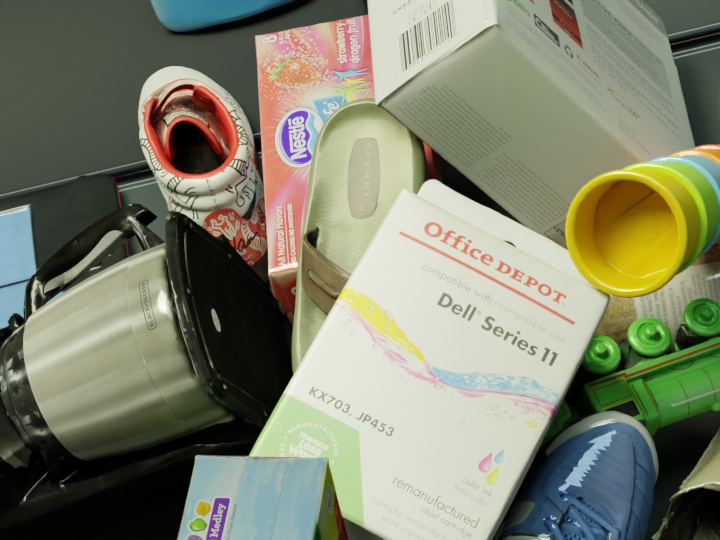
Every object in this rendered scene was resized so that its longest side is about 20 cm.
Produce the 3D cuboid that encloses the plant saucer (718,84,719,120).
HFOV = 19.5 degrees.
[{"bbox_3d":[0.262,-0.036,1.080,0.200,0.035,0.201,27,24,-13],"label":"plant saucer"}]

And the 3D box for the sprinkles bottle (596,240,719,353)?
[{"bbox_3d":[0.171,0.016,1.132,0.199,0.068,0.068,-11,47,3],"label":"sprinkles bottle"}]

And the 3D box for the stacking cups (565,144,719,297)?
[{"bbox_3d":[0.163,-0.029,1.052,0.060,0.061,0.200,13,12,23],"label":"stacking cups"}]

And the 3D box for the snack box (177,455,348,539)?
[{"bbox_3d":[-0.040,0.207,0.913,0.067,0.201,0.169,0,47,13],"label":"snack box"}]

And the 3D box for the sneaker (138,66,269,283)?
[{"bbox_3d":[-0.100,-0.087,1.260,0.067,0.108,0.202,-17,46,-3],"label":"sneaker"}]

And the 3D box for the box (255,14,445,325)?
[{"bbox_3d":[-0.002,-0.048,1.210,0.102,0.095,0.201,-10,47,5],"label":"box"}]

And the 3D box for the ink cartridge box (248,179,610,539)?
[{"bbox_3d":[0.039,0.044,0.990,0.117,0.067,0.201,27,66,6],"label":"ink cartridge box"}]

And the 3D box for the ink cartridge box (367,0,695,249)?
[{"bbox_3d":[0.097,-0.119,1.175,0.084,0.200,0.176,-32,39,27],"label":"ink cartridge box"}]

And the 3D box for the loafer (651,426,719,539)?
[{"bbox_3d":[0.192,0.121,1.029,0.075,0.068,0.200,16,53,25],"label":"loafer"}]

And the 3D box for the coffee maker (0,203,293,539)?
[{"bbox_3d":[-0.133,0.083,1.091,0.199,0.192,0.135,-22,38,16],"label":"coffee maker"}]

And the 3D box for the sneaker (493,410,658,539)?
[{"bbox_3d":[0.088,0.158,0.975,0.075,0.077,0.201,29,79,-7],"label":"sneaker"}]

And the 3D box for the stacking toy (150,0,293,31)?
[{"bbox_3d":[-0.102,-0.263,1.441,0.115,0.110,0.200,-15,36,2],"label":"stacking toy"}]

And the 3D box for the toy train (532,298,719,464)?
[{"bbox_3d":[0.134,0.060,1.051,0.199,0.042,0.057,-18,60,-13],"label":"toy train"}]

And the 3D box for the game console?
[{"bbox_3d":[-0.232,0.023,1.243,0.199,0.031,0.177,-15,47,-1],"label":"game console"}]

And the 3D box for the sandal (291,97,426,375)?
[{"bbox_3d":[-0.001,-0.001,1.076,0.079,0.057,0.202,-6,68,6],"label":"sandal"}]
